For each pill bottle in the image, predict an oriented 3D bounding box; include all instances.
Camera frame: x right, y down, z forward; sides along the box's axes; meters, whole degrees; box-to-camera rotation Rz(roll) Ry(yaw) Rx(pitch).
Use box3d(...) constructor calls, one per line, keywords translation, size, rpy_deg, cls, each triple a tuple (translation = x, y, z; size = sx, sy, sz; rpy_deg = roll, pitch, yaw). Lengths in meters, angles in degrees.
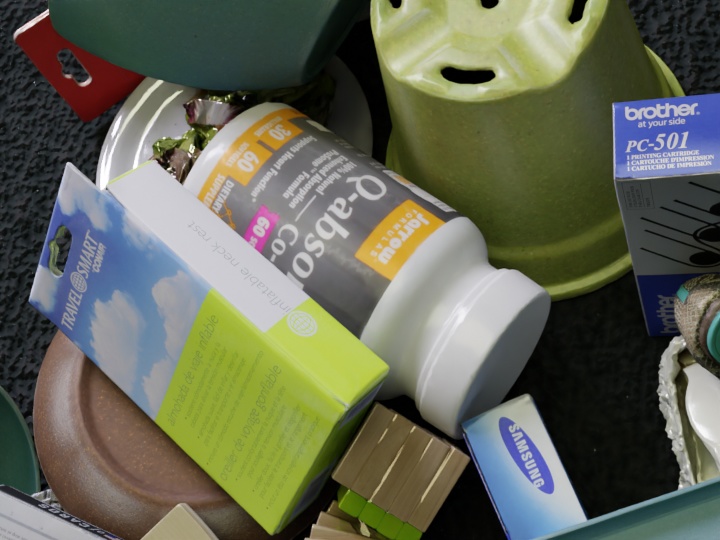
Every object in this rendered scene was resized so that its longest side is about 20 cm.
box3d(translation=(0.000, 0.000, 0.773), size=(0.199, 0.117, 0.117), rpy_deg=(33, 79, 20), cls="pill bottle")

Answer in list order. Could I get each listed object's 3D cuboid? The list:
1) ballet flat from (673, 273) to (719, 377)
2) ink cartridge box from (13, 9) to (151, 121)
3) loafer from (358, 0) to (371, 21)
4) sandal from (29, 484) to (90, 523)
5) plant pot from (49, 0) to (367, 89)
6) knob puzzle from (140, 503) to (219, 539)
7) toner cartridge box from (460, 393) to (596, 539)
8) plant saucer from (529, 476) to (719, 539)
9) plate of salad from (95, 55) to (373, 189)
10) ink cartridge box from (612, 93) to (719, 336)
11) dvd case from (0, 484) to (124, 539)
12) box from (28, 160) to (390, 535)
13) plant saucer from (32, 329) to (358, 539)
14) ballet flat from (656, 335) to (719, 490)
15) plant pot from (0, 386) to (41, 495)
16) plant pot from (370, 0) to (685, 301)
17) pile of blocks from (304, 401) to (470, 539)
box3d(translation=(0.249, 0.056, 0.722), size=(0.198, 0.075, 0.068), rpy_deg=(29, 101, -10), cls="ballet flat")
box3d(translation=(-0.146, -0.207, 0.946), size=(0.199, 0.116, 0.067), rpy_deg=(-37, 60, -2), cls="ink cartridge box")
box3d(translation=(-0.050, -0.192, 0.923), size=(0.197, 0.064, 0.072), rpy_deg=(-17, 34, -2), cls="loafer")
box3d(translation=(-0.155, 0.152, 0.829), size=(0.199, 0.045, 0.075), rpy_deg=(-32, 77, -19), cls="sandal")
box3d(translation=(-0.064, -0.182, 0.784), size=(0.134, 0.200, 0.201), rpy_deg=(34, 79, 3), cls="plant pot")
box3d(translation=(-0.095, 0.263, 0.764), size=(0.216, 0.030, 0.223), rpy_deg=(-2, 84, 15), cls="knob puzzle")
box3d(translation=(0.115, 0.172, 0.712), size=(0.043, 0.095, 0.202), rpy_deg=(-24, 63, 3), cls="toner cartridge box")
box3d(translation=(0.158, 0.142, 0.663), size=(0.197, 0.019, 0.071), rpy_deg=(-16, 62, -11), cls="plant saucer")
box3d(translation=(-0.089, -0.079, 0.912), size=(0.197, 0.048, 0.203), rpy_deg=(-6, 66, 14), cls="plate of salad")
box3d(translation=(0.187, -0.023, 0.715), size=(0.093, 0.200, 0.045), rpy_deg=(-3, 65, 15), cls="ink cartridge box")
box3d(translation=(-0.172, 0.241, 0.757), size=(0.149, 0.025, 0.202), rpy_deg=(20, 90, 14), cls="dvd case")
box3d(translation=(-0.088, 0.036, 0.750), size=(0.200, 0.123, 0.048), rpy_deg=(41, 44, 13), cls="box")
box3d(translation=(-0.098, 0.075, 0.819), size=(0.197, 0.037, 0.203), rpy_deg=(1, 66, -2), cls="plant saucer")
box3d(translation=(0.199, 0.122, 0.726), size=(0.071, 0.072, 0.202), rpy_deg=(-19, 64, 8), cls="ballet flat")
box3d(translation=(-0.312, 0.133, 0.822), size=(0.134, 0.200, 0.202), rpy_deg=(10, 68, 47), cls="plant pot")
box3d(translation=(0.089, -0.109, 0.793), size=(0.198, 0.184, 0.203), rpy_deg=(-6, 66, 14), cls="plant pot")
box3d(translation=(0.007, 0.171, 0.741), size=(0.081, 0.062, 0.203), rpy_deg=(7, 89, -2), cls="pile of blocks")
